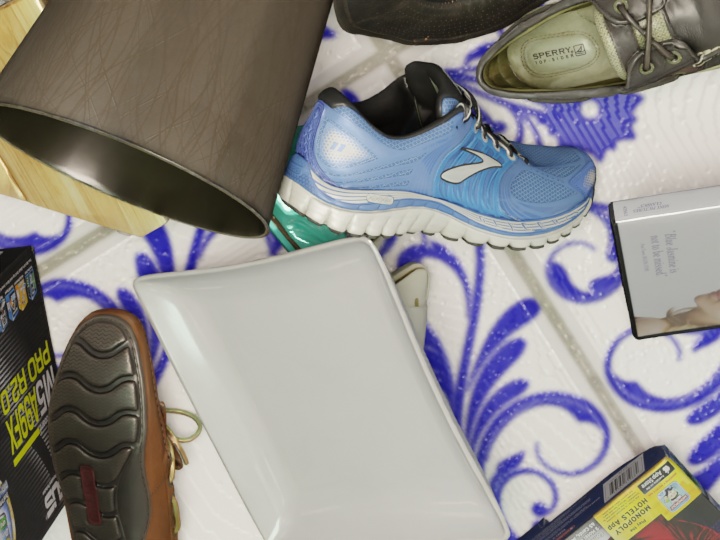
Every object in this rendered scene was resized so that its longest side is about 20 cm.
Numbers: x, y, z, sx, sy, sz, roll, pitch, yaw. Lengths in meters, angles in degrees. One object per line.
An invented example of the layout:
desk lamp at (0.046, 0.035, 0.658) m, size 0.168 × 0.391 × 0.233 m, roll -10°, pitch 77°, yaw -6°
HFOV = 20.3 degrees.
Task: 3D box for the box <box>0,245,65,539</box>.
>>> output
box at (-0.220, 0.088, 1.156) m, size 0.044 × 0.200 × 0.161 m, roll -7°, pitch 105°, yaw 9°

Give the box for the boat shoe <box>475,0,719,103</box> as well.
boat shoe at (0.149, -0.127, 1.083) m, size 0.201 × 0.066 × 0.072 m, roll -14°, pitch 105°, yaw 42°

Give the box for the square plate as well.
square plate at (-0.021, 0.074, 1.174) m, size 0.200 × 0.028 × 0.199 m, roll -10°, pitch 113°, yaw 43°

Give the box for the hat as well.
hat at (0.061, -0.209, 1.081) m, size 0.200 × 0.201 × 0.081 m, roll -30°, pitch 66°, yaw 13°

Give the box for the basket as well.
basket at (-0.087, -0.140, 1.080) m, size 0.180 × 0.136 × 0.200 m, roll 19°, pitch 77°, yaw 26°

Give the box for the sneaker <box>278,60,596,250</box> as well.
sneaker at (0.054, -0.065, 1.110) m, size 0.200 × 0.079 × 0.089 m, roll 1°, pitch 113°, yaw -35°

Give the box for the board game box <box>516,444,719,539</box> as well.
board game box at (0.175, 0.234, 1.229) m, size 0.200 × 0.062 × 0.200 m, roll -41°, pitch 99°, yaw 15°

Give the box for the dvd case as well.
dvd case at (0.245, -0.012, 1.126) m, size 0.199 × 0.018 × 0.143 m, roll -9°, pitch 149°, yaw 9°

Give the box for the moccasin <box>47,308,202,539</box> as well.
moccasin at (-0.140, 0.117, 1.227) m, size 0.073 × 0.078 × 0.202 m, roll -1°, pitch 110°, yaw 22°

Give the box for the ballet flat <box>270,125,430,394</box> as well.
ballet flat at (0.000, 0.000, 1.181) m, size 0.070 × 0.067 × 0.200 m, roll -34°, pitch 102°, yaw -1°

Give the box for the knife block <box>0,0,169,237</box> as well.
knife block at (-0.183, -0.130, 1.160) m, size 0.199 × 0.064 × 0.176 m, roll 17°, pitch 108°, yaw 1°
